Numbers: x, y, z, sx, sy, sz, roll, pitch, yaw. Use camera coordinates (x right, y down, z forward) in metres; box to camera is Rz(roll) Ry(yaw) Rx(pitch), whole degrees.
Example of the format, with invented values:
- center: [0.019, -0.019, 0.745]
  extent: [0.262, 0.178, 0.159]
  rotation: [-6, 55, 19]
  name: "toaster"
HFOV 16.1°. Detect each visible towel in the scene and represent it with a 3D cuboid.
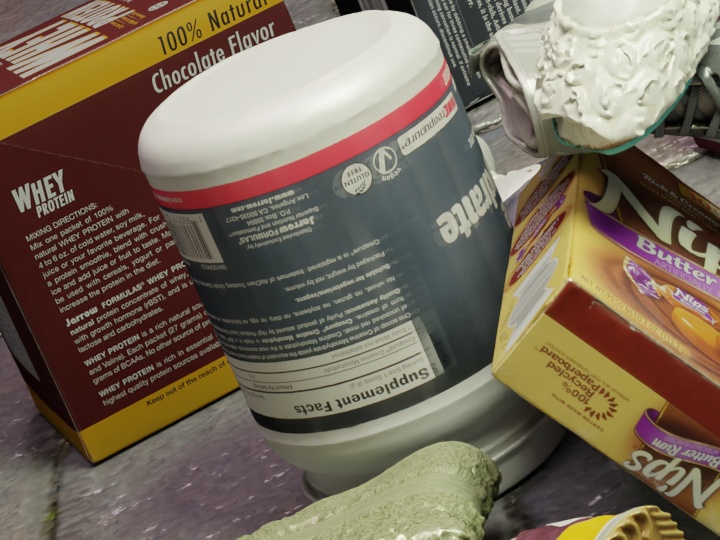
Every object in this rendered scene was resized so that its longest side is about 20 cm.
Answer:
- center: [-0.040, 0.130, 1.008]
  extent: [0.200, 0.037, 0.148]
  rotation: [-24, 6, 11]
  name: "towel"

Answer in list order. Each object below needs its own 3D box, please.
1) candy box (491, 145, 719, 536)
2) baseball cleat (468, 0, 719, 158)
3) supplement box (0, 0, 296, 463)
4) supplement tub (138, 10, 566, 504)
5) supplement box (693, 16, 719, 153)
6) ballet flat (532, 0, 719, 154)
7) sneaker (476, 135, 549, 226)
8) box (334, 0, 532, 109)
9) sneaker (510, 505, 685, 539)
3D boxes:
- center: [0.120, 0.016, 1.047]
  extent: [0.056, 0.117, 0.200]
  rotation: [-52, 9, 20]
  name: "candy box"
- center: [0.130, -0.068, 1.050]
  extent: [0.106, 0.070, 0.200]
  rotation: [-33, 33, -32]
  name: "baseball cleat"
- center: [-0.115, -0.040, 1.378]
  extent: [0.197, 0.200, 0.133]
  rotation: [-28, 18, -14]
  name: "supplement box"
- center: [0.000, 0.000, 1.116]
  extent: [0.140, 0.200, 0.140]
  rotation: [-21, 18, 7]
  name: "supplement tub"
- center: [0.273, -0.137, 1.360]
  extent: [0.200, 0.086, 0.110]
  rotation: [-26, 18, -12]
  name: "supplement box"
- center: [0.115, -0.129, 1.026]
  extent: [0.072, 0.072, 0.200]
  rotation: [-10, 33, 36]
  name: "ballet flat"
- center: [0.079, -0.023, 1.287]
  extent: [0.129, 0.080, 0.199]
  rotation: [-15, 20, 21]
  name: "sneaker"
- center: [0.097, -0.214, 1.747]
  extent: [0.198, 0.123, 0.200]
  rotation: [-26, 18, -12]
  name: "box"
- center: [0.036, 0.151, 0.866]
  extent: [0.090, 0.075, 0.200]
  rotation: [-17, 10, 45]
  name: "sneaker"
